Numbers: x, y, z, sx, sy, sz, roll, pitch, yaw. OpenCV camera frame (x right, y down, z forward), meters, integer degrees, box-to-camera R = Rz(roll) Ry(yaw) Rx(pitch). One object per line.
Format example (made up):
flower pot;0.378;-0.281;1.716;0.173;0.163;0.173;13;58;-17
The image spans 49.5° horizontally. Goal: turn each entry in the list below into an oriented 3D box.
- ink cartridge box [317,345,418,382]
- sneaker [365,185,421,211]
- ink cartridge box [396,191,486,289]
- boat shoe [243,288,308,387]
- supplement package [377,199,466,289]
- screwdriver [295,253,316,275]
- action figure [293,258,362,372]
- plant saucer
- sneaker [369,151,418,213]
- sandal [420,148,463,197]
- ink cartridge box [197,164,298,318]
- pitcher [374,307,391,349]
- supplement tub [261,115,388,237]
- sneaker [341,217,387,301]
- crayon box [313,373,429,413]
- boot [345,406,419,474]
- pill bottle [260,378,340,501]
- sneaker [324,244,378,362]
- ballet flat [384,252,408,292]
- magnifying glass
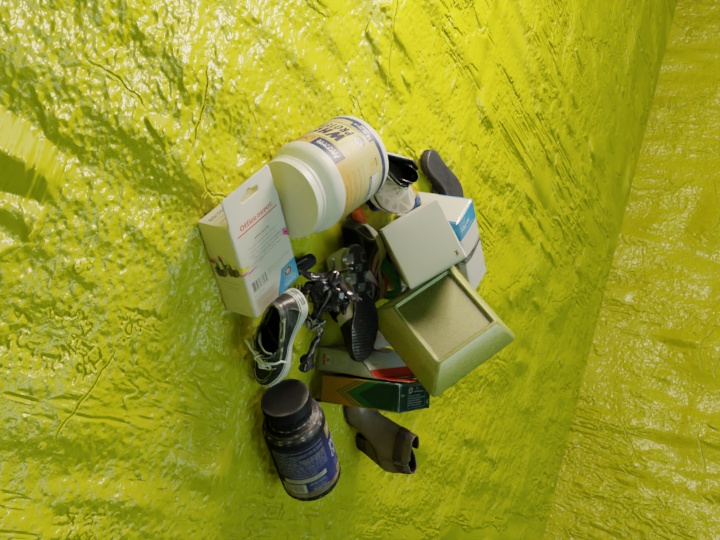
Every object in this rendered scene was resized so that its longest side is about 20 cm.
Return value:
ink cartridge box;0.040;0.170;1.454;0.161;0.196;0.052;6;86;-58
sneaker;0.046;-0.147;1.503;0.199;0.074;0.090;39;77;-48
ink cartridge box;0.174;-0.058;1.654;0.086;0.144;0.203;-54;141;-36
boat shoe;-0.140;0.117;1.217;0.068;0.074;0.201;-29;157;-46
supplement package;0.107;-0.050;1.438;0.119;0.115;0.200;62;-1;-3
screwdriver;-0.143;0.014;1.284;0.198;0.028;0.030;-27;92;-45
action figure;-0.075;0.061;1.300;0.117;0.102;0.203;23;109;-17
plant saucer;0.147;0.089;1.399;0.197;0.201;0.048;-31;153;-18
sneaker;0.064;-0.147;1.378;0.200;0.114;0.077;39;78;-49
sandal;0.178;-0.193;1.730;0.201;0.042;0.077;52;48;-40
ink cartridge box;-0.169;-0.048;1.169;0.115;0.067;0.204;-46;136;-40
pitcher;0.104;0.100;1.520;0.172;0.195;0.125;133;-53;-81
supplement tub;-0.059;-0.149;1.245;0.200;0.142;0.148;-40;132;-46
sneaker;0.000;0.000;1.454;0.087;0.079;0.203;-49;137;-36
crayon box;0.015;0.221;1.438;0.125;0.196;0.053;8;84;-58
boot;0.049;0.318;1.566;0.070;0.144;0.204;-43;133;-40
pill bottle;-0.105;0.289;1.339;0.112;0.110;0.204;-48;138;-39
sneaker;-0.024;0.062;1.399;0.073;0.087;0.206;2;81;-48
ballet flat;0.088;0.026;1.616;0.074;0.072;0.202;-57;145;-31
magnifying glass;0.024;-0.030;1.499;0.022;0.078;0.203;-42;124;-37
